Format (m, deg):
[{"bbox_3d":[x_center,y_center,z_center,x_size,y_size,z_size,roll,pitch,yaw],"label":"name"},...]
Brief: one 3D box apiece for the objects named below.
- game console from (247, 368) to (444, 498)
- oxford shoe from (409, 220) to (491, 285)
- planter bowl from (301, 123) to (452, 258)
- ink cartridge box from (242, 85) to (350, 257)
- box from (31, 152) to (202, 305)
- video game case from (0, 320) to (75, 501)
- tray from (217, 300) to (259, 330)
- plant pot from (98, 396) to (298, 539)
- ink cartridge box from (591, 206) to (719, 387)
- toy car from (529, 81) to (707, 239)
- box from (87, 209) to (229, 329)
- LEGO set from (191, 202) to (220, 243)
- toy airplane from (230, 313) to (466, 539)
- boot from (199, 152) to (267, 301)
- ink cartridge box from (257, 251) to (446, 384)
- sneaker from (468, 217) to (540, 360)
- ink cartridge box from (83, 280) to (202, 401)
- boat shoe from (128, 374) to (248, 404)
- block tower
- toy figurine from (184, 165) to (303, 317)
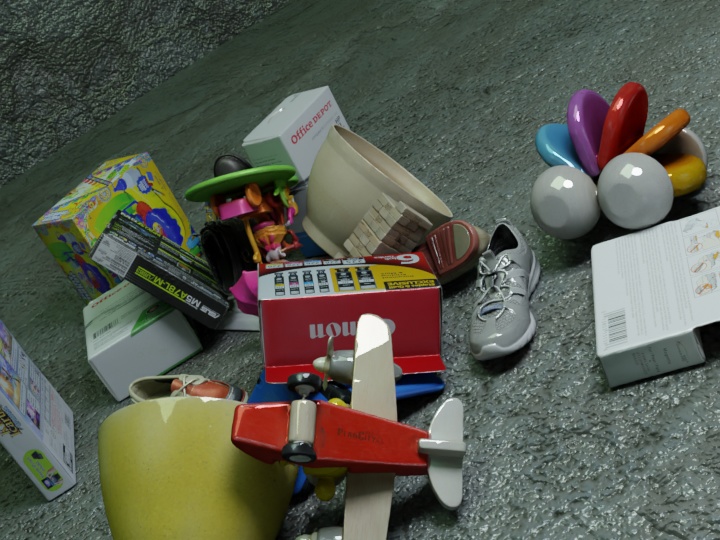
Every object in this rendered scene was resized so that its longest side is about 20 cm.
[{"bbox_3d":[-0.027,0.151,1.118,0.172,0.117,0.200,-63,28,2],"label":"game console"},{"bbox_3d":[0.078,0.003,1.248,0.198,0.071,0.074,-24,-20,35],"label":"oxford shoe"},{"bbox_3d":[0.006,-0.079,1.339,0.135,0.199,0.201,-54,22,12],"label":"planter bowl"},{"bbox_3d":[-0.066,-0.146,1.492,0.083,0.201,0.145,-7,33,40],"label":"ink cartridge box"},{"bbox_3d":[-0.397,-0.054,1.676,0.121,0.201,0.193,-4,35,40],"label":"box"},{"bbox_3d":[-0.442,0.177,1.319,0.045,0.183,0.200,-31,25,-5],"label":"video game case"},{"bbox_3d":[-0.125,0.042,1.419,0.198,0.022,0.107,-2,36,45],"label":"tray"},{"bbox_3d":[-0.154,0.227,0.946,0.198,0.200,0.144,-18,53,23],"label":"plant pot"},{"bbox_3d":[0.313,0.015,0.977,0.172,0.044,0.201,-18,27,21],"label":"ink cartridge box"},{"bbox_3d":[0.279,-0.131,1.126,0.198,0.152,0.175,-7,17,39],"label":"toy car"},{"bbox_3d":[-0.279,-0.005,1.433,0.048,0.199,0.193,-57,14,5],"label":"box"},{"bbox_3d":[-0.163,-0.076,1.621,0.198,0.118,0.153,-2,7,39],"label":"LEGO set"},{"bbox_3d":[-0.001,0.163,0.914,0.199,0.200,0.141,-36,-4,-35],"label":"toy airplane"},{"bbox_3d":[-0.184,-0.068,1.439,0.068,0.203,0.174,-19,4,16],"label":"boot"},{"bbox_3d":[-0.013,0.049,1.108,0.197,0.085,0.176,-4,18,-5],"label":"ink cartridge box"},{"bbox_3d":[0.146,0.020,1.098,0.074,0.083,0.201,-17,28,23],"label":"sneaker"},{"bbox_3d":[-0.323,0.083,1.482,0.146,0.084,0.200,-32,26,-4],"label":"ink cartridge box"},{"bbox_3d":[-0.213,0.157,1.230,0.199,0.063,0.071,-8,38,48],"label":"boat shoe"},{"bbox_3d":[0.000,0.000,1.225,0.201,0.054,0.058,-52,43,13],"label":"block tower"},{"bbox_3d":[-0.127,-0.028,1.337,0.148,0.187,0.200,-15,-3,21],"label":"toy figurine"}]
